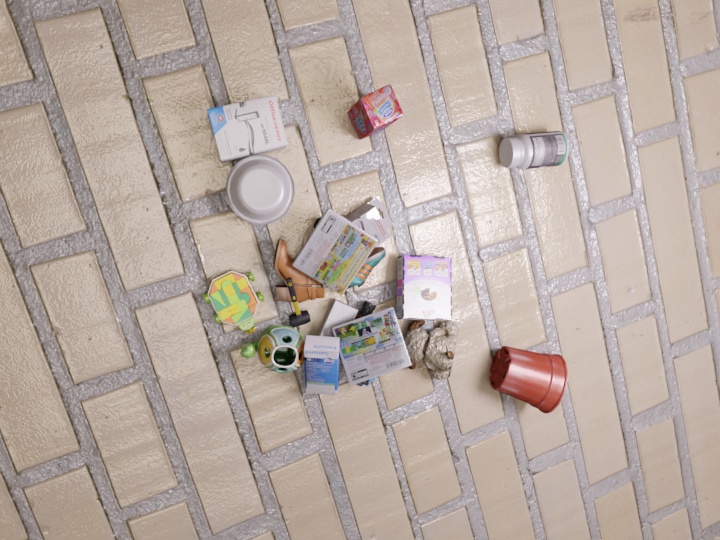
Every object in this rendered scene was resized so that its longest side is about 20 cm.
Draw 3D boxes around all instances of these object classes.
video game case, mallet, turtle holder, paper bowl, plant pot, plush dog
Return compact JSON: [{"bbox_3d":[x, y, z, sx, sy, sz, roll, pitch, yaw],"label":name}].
[{"bbox_3d":[0.033,0.228,1.603,0.198,0.022,0.184,-19,87,4],"label":"video game case"},{"bbox_3d":[-0.074,-0.053,1.568,0.181,0.023,0.201,31,98,-19],"label":"video game case"},{"bbox_3d":[-0.185,0.092,1.586,0.065,0.041,0.201,-12,135,-14],"label":"mallet"},{"bbox_3d":[-0.249,0.231,1.588,0.185,0.132,0.142,34,88,-15],"label":"turtle holder"},{"bbox_3d":[-0.290,-0.233,1.542,0.198,0.104,0.203,-1,96,-12],"label":"paper bowl"},{"bbox_3d":[0.549,0.349,1.774,0.193,0.201,0.203,18,92,-6],"label":"plant pot"},{"bbox_3d":[0.218,0.251,1.711,0.170,0.160,0.202,11,92,12],"label":"plush dog"}]

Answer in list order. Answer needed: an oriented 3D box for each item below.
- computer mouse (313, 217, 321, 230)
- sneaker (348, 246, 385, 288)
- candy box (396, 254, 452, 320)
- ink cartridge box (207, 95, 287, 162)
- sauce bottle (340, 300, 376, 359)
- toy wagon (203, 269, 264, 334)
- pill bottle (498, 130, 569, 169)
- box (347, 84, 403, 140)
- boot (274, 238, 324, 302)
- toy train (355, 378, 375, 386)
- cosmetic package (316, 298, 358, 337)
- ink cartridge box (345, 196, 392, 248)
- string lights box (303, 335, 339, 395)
[{"bbox_3d":[-0.107,-0.066,1.645,0.058,0.034,0.202,-18,106,-34],"label":"computer mouse"},{"bbox_3d":[0.000,0.000,1.661,0.199,0.071,0.080,-31,117,-10],"label":"sneaker"},{"bbox_3d":[0.202,0.057,1.689,0.166,0.071,0.203,4,82,-14],"label":"candy box"},{"bbox_3d":[-0.321,-0.405,1.524,0.198,0.084,0.148,-16,100,-11],"label":"ink cartridge box"},{"bbox_3d":[-0.008,0.193,1.679,0.064,0.065,0.202,24,88,-15],"label":"sauce bottle"},{"bbox_3d":[-0.367,0.101,1.592,0.154,0.040,0.202,-26,101,-9],"label":"toy wagon"},{"bbox_3d":[0.560,-0.388,1.725,0.198,0.113,0.115,-7,98,-12],"label":"pill bottle"},{"bbox_3d":[0.040,-0.455,1.546,0.099,0.200,0.096,-27,99,-9],"label":"box"},{"bbox_3d":[-0.181,0.001,1.602,0.153,0.077,0.203,-2,102,-8],"label":"boot"},{"bbox_3d":[0.038,0.267,1.669,0.086,0.114,0.202,27,90,5],"label":"toy train"},{"bbox_3d":[-0.087,0.197,1.665,0.082,0.051,0.202,25,90,-13],"label":"cosmetic package"},{"bbox_3d":[0.012,-0.124,1.632,0.199,0.068,0.117,-37,117,-10],"label":"ink cartridge box"},{"bbox_3d":[-0.115,0.288,1.602,0.101,0.059,0.202,4,129,1],"label":"string lights box"}]
